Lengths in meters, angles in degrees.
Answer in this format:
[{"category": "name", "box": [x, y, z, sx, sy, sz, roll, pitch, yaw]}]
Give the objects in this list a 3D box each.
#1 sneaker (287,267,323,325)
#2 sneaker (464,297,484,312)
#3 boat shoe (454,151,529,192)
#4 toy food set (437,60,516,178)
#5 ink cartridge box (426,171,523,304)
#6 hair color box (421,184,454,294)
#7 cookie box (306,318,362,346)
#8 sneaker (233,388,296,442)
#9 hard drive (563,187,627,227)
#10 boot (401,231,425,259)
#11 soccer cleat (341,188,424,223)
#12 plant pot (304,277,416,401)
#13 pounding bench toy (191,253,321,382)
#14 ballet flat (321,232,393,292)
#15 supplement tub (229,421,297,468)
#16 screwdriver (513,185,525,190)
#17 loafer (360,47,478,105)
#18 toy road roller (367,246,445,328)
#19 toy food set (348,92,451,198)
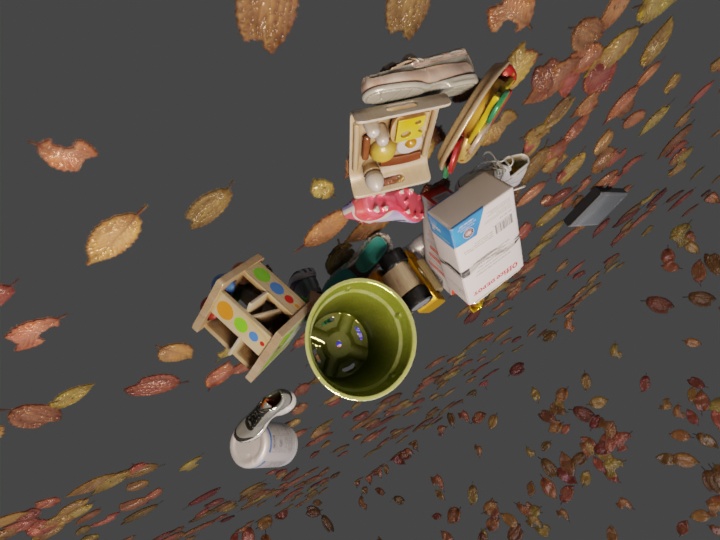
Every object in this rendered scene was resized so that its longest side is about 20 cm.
[{"category": "sneaker", "box": [-0.124, 0.088, 1.091, 0.073, 0.088, 0.202, -16, 148, -30]}, {"category": "sneaker", "box": [0.349, 0.064, 1.592, 0.072, 0.078, 0.201, -30, 152, -1]}, {"category": "boat shoe", "box": [0.279, -0.202, 1.079, 0.199, 0.075, 0.087, -20, 151, -31]}, {"category": "toy food set", "box": [0.187, -0.240, 0.854, 0.198, 0.048, 0.201, -51, 173, -46]}, {"category": "ink cartridge box", "box": [0.221, -0.057, 1.002, 0.143, 0.084, 0.202, -33, 132, -11]}, {"category": "hair color box", "box": [0.181, -0.062, 1.101, 0.060, 0.102, 0.203, -23, 131, -18]}, {"category": "cookie box", "box": [-0.003, 0.103, 1.263, 0.200, 0.076, 0.170, -45, 151, 21]}, {"category": "sneaker", "box": [-0.273, 0.393, 1.459, 0.199, 0.074, 0.080, -39, 144, -3]}, {"category": "hard drive", "box": [0.729, -0.197, 1.636, 0.197, 0.033, 0.140, -7, 143, -42]}, {"category": "boot", "box": [0.153, -0.022, 1.255, 0.094, 0.074, 0.200, -29, 145, 6]}, {"category": "soccer cleat", "box": [0.050, -0.118, 0.991, 0.075, 0.068, 0.198, -13, 176, 38]}, {"category": "plant pot", "box": [-0.020, 0.132, 0.969, 0.197, 0.204, 0.184, -23, 175, -19]}, {"category": "pounding bench toy", "box": [-0.173, 0.058, 0.936, 0.125, 0.155, 0.200, -52, 176, 32]}, {"category": "ballet flat", "box": [0.000, 0.000, 1.114, 0.200, 0.072, 0.071, -43, 152, 19]}, {"category": "supplement tub", "box": [-0.284, 0.517, 1.571, 0.131, 0.133, 0.200, -36, 153, 6]}, {"category": "screwdriver", "box": [0.260, -0.149, 1.137, 0.196, 0.028, 0.029, -17, -165, 11]}, {"category": "loafer", "box": [0.082, -0.282, 0.760, 0.196, 0.064, 0.072, -15, -178, -27]}, {"category": "toy road roller", "box": [0.076, 0.046, 1.092, 0.145, 0.124, 0.199, -38, 163, 18]}, {"category": "toy food set", "box": [0.056, -0.185, 0.817, 0.140, 0.062, 0.201, -14, 159, -8]}]
